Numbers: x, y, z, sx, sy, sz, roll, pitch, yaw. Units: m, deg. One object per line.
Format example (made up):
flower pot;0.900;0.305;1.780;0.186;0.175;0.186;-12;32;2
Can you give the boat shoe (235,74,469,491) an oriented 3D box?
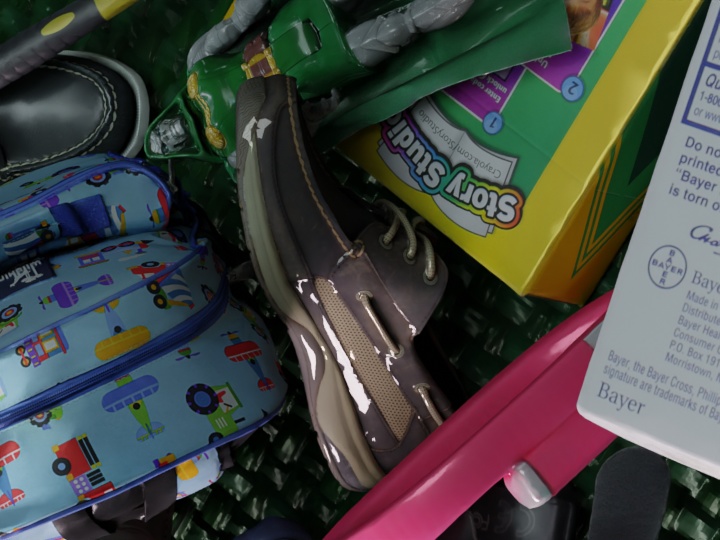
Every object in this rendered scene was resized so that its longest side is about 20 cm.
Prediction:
boat shoe;0.000;0.000;1.188;0.073;0.200;0.075;-15;36;6

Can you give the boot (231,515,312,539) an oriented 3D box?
boot;-0.075;0.200;1.263;0.200;0.073;0.090;-43;46;22

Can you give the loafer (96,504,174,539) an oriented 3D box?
loafer;-0.107;0.139;1.237;0.070;0.070;0.200;-25;37;33

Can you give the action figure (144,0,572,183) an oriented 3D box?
action figure;-0.017;-0.094;1.196;0.200;0.055;0.118;-33;72;33

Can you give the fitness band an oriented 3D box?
fitness band;0.064;0.061;1.116;0.037;0.200;0.144;51;150;-1

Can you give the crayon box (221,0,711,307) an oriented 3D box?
crayon box;0.056;-0.112;1.212;0.200;0.058;0.173;40;109;30

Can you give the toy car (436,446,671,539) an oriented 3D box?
toy car;0.086;0.174;1.120;0.164;0.158;0.200;-20;60;18

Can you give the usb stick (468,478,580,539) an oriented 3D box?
usb stick;0.053;0.183;1.196;0.055;0.033;0.200;9;89;39

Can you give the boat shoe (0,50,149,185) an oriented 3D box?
boat shoe;-0.193;-0.068;1.362;0.200;0.060;0.076;-8;80;31

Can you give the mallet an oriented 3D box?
mallet;-0.108;-0.116;1.303;0.200;0.041;0.066;-37;70;7

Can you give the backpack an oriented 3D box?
backpack;-0.124;0.038;1.158;0.182;0.200;0.135;-22;100;-5

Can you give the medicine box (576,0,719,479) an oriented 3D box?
medicine box;0.189;-0.018;1.044;0.103;0.182;0.200;22;97;31
